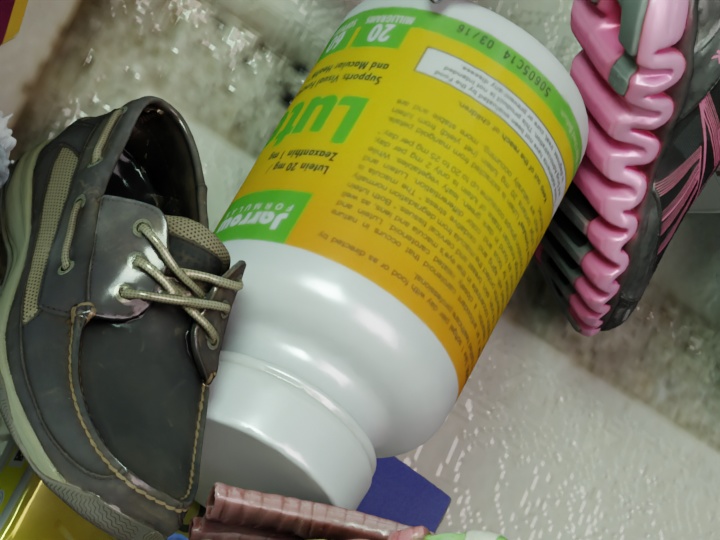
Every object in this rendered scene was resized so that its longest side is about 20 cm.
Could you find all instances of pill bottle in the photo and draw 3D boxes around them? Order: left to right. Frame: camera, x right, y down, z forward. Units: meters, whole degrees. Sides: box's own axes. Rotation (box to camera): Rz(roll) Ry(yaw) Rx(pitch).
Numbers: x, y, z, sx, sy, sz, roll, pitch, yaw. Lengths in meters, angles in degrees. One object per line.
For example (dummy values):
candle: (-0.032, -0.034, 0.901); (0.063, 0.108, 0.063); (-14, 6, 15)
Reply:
pill bottle: (0.000, 0.000, 0.949); (0.111, 0.111, 0.200); (45, 57, -26)

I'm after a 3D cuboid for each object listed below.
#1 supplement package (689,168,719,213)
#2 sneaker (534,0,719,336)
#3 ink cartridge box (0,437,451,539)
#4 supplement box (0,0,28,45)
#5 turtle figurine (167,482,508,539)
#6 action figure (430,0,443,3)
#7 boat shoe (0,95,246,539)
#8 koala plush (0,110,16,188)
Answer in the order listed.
supplement package: (0.173, -0.137, 1.083); (0.114, 0.109, 0.200); (-35, 109, -30)
sneaker: (0.128, -0.053, 1.022); (0.095, 0.079, 0.200); (-11, 138, -23)
ink cartridge box: (-0.063, 0.129, 0.966); (0.198, 0.047, 0.200); (37, 72, -28)
supplement box: (-0.162, -0.118, 0.710); (0.131, 0.103, 0.200); (-68, 171, 26)
turtle figurine: (0.024, 0.158, 0.841); (0.194, 0.200, 0.144); (21, 82, -44)
action figure: (0.034, -0.199, 0.937); (0.105, 0.200, 0.194); (-7, 89, -31)
boat shoe: (-0.083, 0.007, 0.869); (0.074, 0.073, 0.200); (30, 29, -34)
koala plush: (-0.202, 0.008, 0.806); (0.200, 0.184, 0.178); (16, 82, -45)
